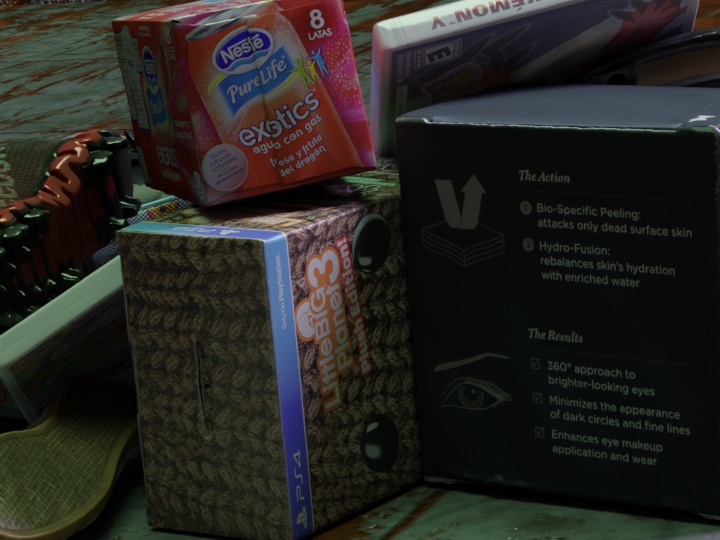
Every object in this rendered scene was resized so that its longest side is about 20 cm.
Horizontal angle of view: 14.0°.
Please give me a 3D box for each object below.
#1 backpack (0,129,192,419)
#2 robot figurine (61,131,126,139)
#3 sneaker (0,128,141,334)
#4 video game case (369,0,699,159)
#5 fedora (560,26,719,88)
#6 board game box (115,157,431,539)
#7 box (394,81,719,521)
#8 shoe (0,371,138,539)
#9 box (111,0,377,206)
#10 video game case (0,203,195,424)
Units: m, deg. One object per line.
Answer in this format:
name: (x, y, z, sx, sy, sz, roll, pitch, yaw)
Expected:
backpack: (-0.201, 0.005, 1.796, 0.200, 0.154, 0.176, -10, 18, -28)
robot figurine: (-0.195, -0.034, 2.078, 0.169, 0.113, 0.200, -32, 8, 11)
sneaker: (-0.199, -0.020, 1.638, 0.098, 0.071, 0.200, -1, 25, 18)
video game case: (0.094, -0.102, 1.628, 0.182, 0.023, 0.200, -15, -24, -8)
fedora: (0.174, -0.054, 1.647, 0.200, 0.092, 0.201, -16, -23, -7)
board game box: (-0.023, 0.037, 1.555, 0.097, 0.160, 0.200, 4, 16, 36)
box: (0.134, 0.010, 1.515, 0.196, 0.200, 0.117, 5, 15, 38)
shoe: (-0.164, 0.113, 1.543, 0.070, 0.053, 0.200, 29, 23, 6)
box: (-0.066, -0.096, 1.575, 0.095, 0.100, 0.200, -13, 7, -12)
video game case: (-0.136, 0.029, 1.648, 0.143, 0.018, 0.200, -35, -10, -8)
